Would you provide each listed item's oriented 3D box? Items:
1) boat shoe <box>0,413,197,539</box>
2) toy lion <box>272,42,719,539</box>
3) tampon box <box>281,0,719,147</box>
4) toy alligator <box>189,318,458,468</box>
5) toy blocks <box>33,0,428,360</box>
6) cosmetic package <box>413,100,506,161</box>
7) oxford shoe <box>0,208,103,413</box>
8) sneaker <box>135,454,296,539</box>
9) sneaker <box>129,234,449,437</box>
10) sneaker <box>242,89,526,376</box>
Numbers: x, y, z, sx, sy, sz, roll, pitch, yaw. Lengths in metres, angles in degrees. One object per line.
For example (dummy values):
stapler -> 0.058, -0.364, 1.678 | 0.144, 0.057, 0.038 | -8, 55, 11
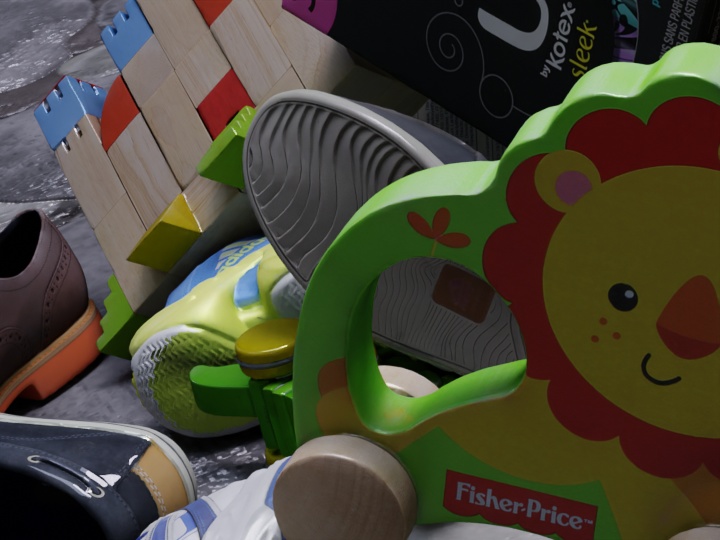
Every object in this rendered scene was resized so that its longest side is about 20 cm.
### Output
boat shoe -> -0.160, 0.090, 1.112 | 0.200, 0.075, 0.062 | 0, 20, 23
toy lion -> 0.078, 0.018, 0.926 | 0.200, 0.192, 0.069 | 12, 29, 15
tampon box -> 0.089, -0.136, 1.129 | 0.200, 0.150, 0.126 | 33, 37, 33
toy alligator -> 0.011, 0.052, 1.099 | 0.054, 0.059, 0.200 | -30, 26, -31
toy blocks -> -0.061, -0.076, 1.280 | 0.200, 0.100, 0.137 | -47, 52, 23
cosmetic package -> 0.021, -0.070, 1.313 | 0.071, 0.105, 0.200 | -13, 16, -41
oxford shoe -> -0.185, 0.041, 1.241 | 0.071, 0.073, 0.200 | -2, 26, 32
sneaker -> -0.059, 0.132, 0.964 | 0.088, 0.075, 0.200 | -20, 13, 22
sneaker -> 0.000, 0.000, 1.211 | 0.200, 0.076, 0.105 | -16, 21, 2
sneaker -> 0.053, -0.005, 1.114 | 0.200, 0.075, 0.106 | 34, 23, 18
